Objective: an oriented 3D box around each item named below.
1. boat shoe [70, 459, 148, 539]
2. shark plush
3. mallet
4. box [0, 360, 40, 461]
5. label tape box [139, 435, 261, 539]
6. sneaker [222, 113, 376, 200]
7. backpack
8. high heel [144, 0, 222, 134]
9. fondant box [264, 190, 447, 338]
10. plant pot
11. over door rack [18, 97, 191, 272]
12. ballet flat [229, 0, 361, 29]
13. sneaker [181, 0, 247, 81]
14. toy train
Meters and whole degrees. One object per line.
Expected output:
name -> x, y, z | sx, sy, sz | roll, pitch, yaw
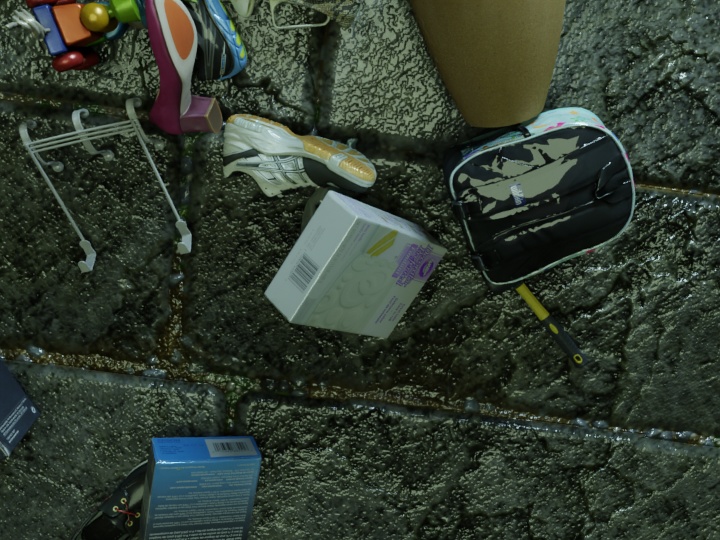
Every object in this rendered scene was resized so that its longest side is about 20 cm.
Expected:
boat shoe -> -0.328, 0.340, 1.093 | 0.201, 0.063, 0.074 | -42, 100, 9
shark plush -> -0.033, -0.066, 0.992 | 0.083, 0.091, 0.201 | 6, 86, -23
mallet -> 0.246, 0.049, 1.027 | 0.200, 0.041, 0.066 | 41, 106, -16
box -> -0.568, 0.176, 1.006 | 0.200, 0.123, 0.199 | -27, 106, 5
label tape box -> -0.225, 0.330, 1.066 | 0.144, 0.063, 0.201 | 4, 108, -24
sneaker -> -0.076, -0.121, 0.938 | 0.199, 0.076, 0.088 | 22, 109, 18
backpack -> 0.212, -0.096, 0.919 | 0.199, 0.151, 0.178 | -19, 113, 14
high heel -> -0.227, -0.228, 0.873 | 0.096, 0.068, 0.200 | 8, 142, 15
fondant box -> 0.000, 0.000, 0.932 | 0.058, 0.200, 0.145 | 42, 106, 33
plant pot -> 0.146, -0.269, 0.865 | 0.186, 0.187, 0.201 | -11, 117, 3
over door rack -> -0.307, -0.106, 0.958 | 0.147, 0.067, 0.201 | -11, 120, 7
ballet flat -> -0.099, -0.319, 0.897 | 0.199, 0.068, 0.076 | 12, 116, -8
sneaker -> -0.206, -0.309, 0.892 | 0.083, 0.071, 0.200 | -28, 108, 1
toy train -> -0.291, -0.271, 0.837 | 0.115, 0.200, 0.085 | -19, 106, 0
